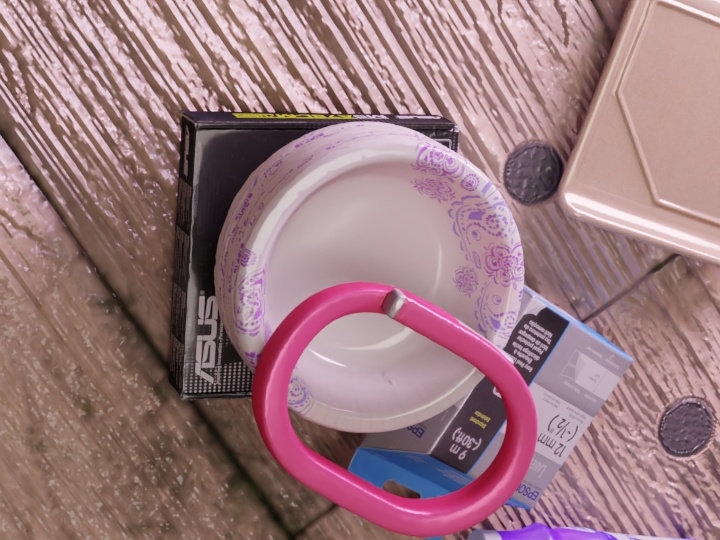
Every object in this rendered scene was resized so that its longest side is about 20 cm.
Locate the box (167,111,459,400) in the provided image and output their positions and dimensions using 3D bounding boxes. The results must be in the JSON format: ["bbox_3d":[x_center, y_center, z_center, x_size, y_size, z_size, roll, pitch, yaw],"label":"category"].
[{"bbox_3d":[-0.034,-0.011,1.492,0.193,0.048,0.200,-1,105,-22],"label":"box"}]

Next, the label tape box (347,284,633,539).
[{"bbox_3d":[0.089,0.111,1.532,0.143,0.066,0.200,31,92,-48],"label":"label tape box"}]

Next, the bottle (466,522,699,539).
[{"bbox_3d":[0.176,0.228,1.609,0.200,0.084,0.065,8,80,-20],"label":"bottle"}]

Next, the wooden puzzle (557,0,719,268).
[{"bbox_3d":[0.252,-0.112,1.571,0.185,0.037,0.200,17,94,-22],"label":"wooden puzzle"}]

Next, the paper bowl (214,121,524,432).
[{"bbox_3d":[0.000,0.000,1.426,0.200,0.104,0.201,-6,107,-19],"label":"paper bowl"}]

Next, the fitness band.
[{"bbox_3d":[0.024,0.093,1.386,0.200,0.037,0.144,31,94,-23],"label":"fitness band"}]
